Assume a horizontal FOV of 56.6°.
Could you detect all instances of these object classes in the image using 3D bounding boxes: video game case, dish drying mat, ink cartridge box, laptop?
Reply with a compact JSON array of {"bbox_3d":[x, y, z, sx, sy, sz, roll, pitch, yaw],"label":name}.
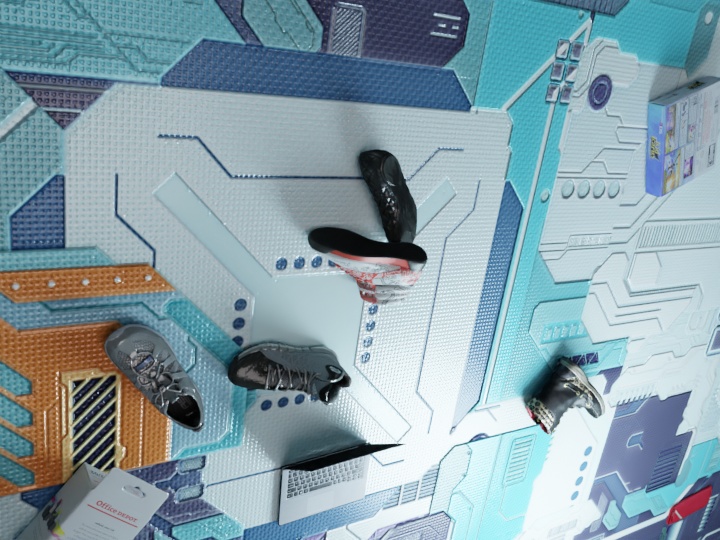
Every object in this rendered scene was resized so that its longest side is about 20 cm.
[{"bbox_3d":[0.672,-0.279,1.395,0.180,0.045,0.202,-26,123,-23],"label":"video game case"},{"bbox_3d":[1.048,0.746,2.125,0.198,0.018,0.078,-10,115,-29],"label":"dish drying mat"},{"bbox_3d":[-0.393,0.365,0.978,0.200,0.068,0.115,-48,128,-5],"label":"ink cartridge box"},{"bbox_3d":[-0.036,0.380,1.188,0.185,0.116,0.202,-6,114,-30],"label":"laptop"}]

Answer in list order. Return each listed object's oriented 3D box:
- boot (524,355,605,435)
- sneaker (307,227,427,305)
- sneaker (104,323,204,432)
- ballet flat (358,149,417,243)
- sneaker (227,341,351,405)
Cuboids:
[{"bbox_3d":[0.460,0.304,1.505,0.151,0.073,0.200,-45,124,-9],"label":"boot"},{"bbox_3d":[0.001,0.001,1.069,0.199,0.068,0.109,9,128,-20],"label":"sneaker"},{"bbox_3d":[-0.278,0.153,0.947,0.075,0.082,0.201,-42,127,-10],"label":"sneaker"},{"bbox_3d":[0.049,-0.110,1.072,0.066,0.056,0.201,-43,135,-27],"label":"ballet flat"},{"bbox_3d":[-0.099,0.167,1.049,0.198,0.115,0.076,-1,112,-33],"label":"sneaker"}]
